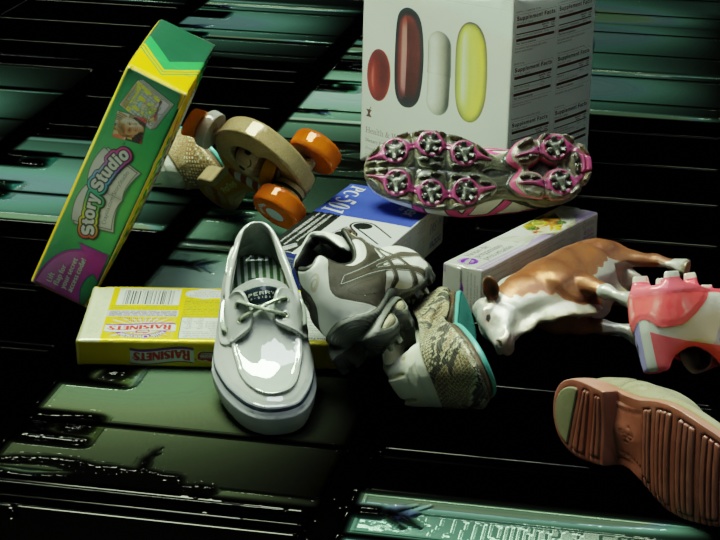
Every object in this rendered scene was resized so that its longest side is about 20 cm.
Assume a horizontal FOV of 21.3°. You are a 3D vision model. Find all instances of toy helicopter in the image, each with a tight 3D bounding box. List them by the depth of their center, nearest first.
[{"bbox_3d":[-0.111,-0.093,1.708,0.132,0.079,0.200,36,-20,-12],"label":"toy helicopter"}]

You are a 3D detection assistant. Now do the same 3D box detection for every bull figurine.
[{"bbox_3d":[0.174,0.019,1.504,0.121,0.066,0.200,15,24,26],"label":"bull figurine"}]

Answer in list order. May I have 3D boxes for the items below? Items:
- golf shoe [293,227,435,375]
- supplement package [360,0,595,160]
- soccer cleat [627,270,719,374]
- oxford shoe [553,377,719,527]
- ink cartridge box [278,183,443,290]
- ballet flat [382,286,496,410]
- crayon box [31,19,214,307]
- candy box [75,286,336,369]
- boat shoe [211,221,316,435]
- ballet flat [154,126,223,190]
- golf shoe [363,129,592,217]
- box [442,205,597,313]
[{"bbox_3d":[0.000,0.000,1.431,0.078,0.095,0.200,-34,9,13],"label":"golf shoe"},{"bbox_3d":[0.116,-0.201,1.917,0.191,0.201,0.147,16,24,38],"label":"supplement package"},{"bbox_3d":[0.275,0.045,1.458,0.199,0.077,0.066,7,-10,-43],"label":"soccer cleat"},{"bbox_3d":[0.211,0.108,1.247,0.073,0.071,0.200,-8,21,-31],"label":"oxford shoe"},{"bbox_3d":[-0.004,-0.021,1.636,0.093,0.045,0.200,10,21,19],"label":"ink cartridge box"},{"bbox_3d":[0.053,0.064,1.391,0.075,0.068,0.200,-21,14,3],"label":"ballet flat"},{"bbox_3d":[-0.194,-0.092,1.588,0.058,0.201,0.173,25,19,-6],"label":"crayon box"},{"bbox_3d":[-0.112,0.043,1.471,0.199,0.027,0.102,1,25,0],"label":"candy box"},{"bbox_3d":[-0.076,0.036,1.385,0.073,0.067,0.200,-6,34,-10],"label":"boat shoe"},{"bbox_3d":[-0.194,-0.111,1.874,0.065,0.071,0.200,-33,27,-14],"label":"ballet flat"},{"bbox_3d":[0.098,-0.076,1.683,0.199,0.073,0.092,2,-16,-9],"label":"golf shoe"},{"bbox_3d":[0.138,-0.011,1.622,0.039,0.042,0.200,12,23,33],"label":"box"}]
